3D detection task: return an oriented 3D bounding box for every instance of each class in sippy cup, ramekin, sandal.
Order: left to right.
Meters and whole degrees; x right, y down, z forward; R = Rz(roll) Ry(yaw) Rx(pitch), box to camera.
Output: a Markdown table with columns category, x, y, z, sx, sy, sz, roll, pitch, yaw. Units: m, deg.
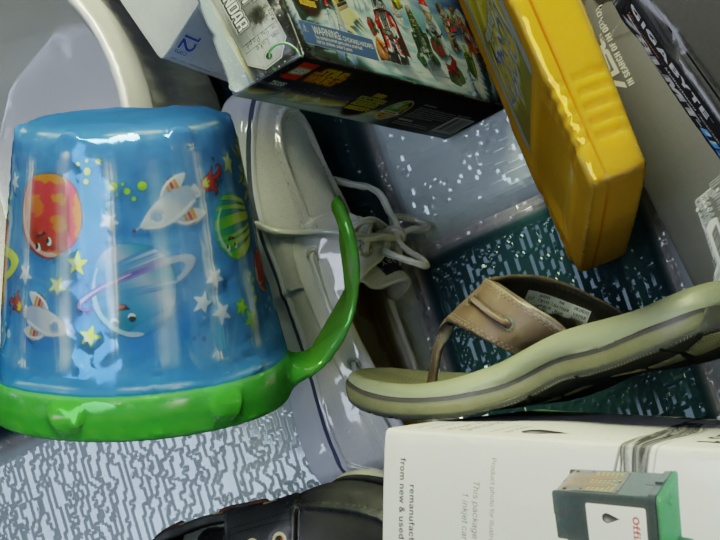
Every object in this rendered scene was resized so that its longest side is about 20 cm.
| category | x | y | z | sx | sy | sz | roll | pitch | yaw |
| --- | --- | --- | --- | --- | --- | --- | --- | --- | --- |
| ramekin | -0.160 | -0.053 | 1.092 | 0.200 | 0.105 | 0.201 | 0 | 89 | 33 |
| sippy cup | -0.100 | -0.004 | 0.943 | 0.139 | 0.178 | 0.131 | 10 | 106 | 46 |
| sandal | 0.081 | 0.025 | 0.914 | 0.201 | 0.080 | 0.058 | -18 | 80 | 36 |

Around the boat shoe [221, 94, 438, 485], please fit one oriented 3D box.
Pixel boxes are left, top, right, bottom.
| category | x | y | z | sx | sy | sz | roll | pitch | yaw |
| --- | --- | --- | --- | --- | --- | --- | --- | --- | --- |
| boat shoe | -0.002 | 0.001 | 1.009 | 0.086 | 0.075 | 0.203 | -19 | 83 | 32 |

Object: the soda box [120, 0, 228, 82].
| category | x | y | z | sx | sy | sz | roll | pitch | yaw |
| --- | --- | --- | --- | --- | --- | --- | --- | --- | --- |
| soda box | -0.095 | -0.175 | 1.043 | 0.068 | 0.063 | 0.200 | -54 | 47 | 20 |

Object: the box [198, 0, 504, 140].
| category | x | y | z | sx | sy | sz | roll | pitch | yaw |
| --- | --- | --- | --- | --- | --- | --- | --- | --- | --- |
| box | -0.014 | -0.134 | 0.941 | 0.040 | 0.200 | 0.137 | -27 | 77 | 24 |

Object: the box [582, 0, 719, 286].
| category | x | y | z | sx | sy | sz | roll | pitch | yaw |
| --- | --- | --- | --- | --- | --- | --- | --- | --- | --- |
| box | 0.188 | -0.060 | 0.866 | 0.158 | 0.050 | 0.200 | -29 | 85 | 42 |

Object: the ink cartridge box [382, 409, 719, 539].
| category | x | y | z | sx | sy | sz | roll | pitch | yaw |
| --- | --- | --- | --- | --- | --- | --- | --- | --- | --- |
| ink cartridge box | 0.130 | 0.105 | 0.882 | 0.200 | 0.146 | 0.085 | 0 | 90 | 32 |

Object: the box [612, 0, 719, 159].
| category | x | y | z | sx | sy | sz | roll | pitch | yaw |
| --- | --- | --- | --- | --- | --- | --- | --- | --- | --- |
| box | 0.227 | -0.075 | 0.773 | 0.200 | 0.050 | 0.199 | -33 | 87 | -3 |

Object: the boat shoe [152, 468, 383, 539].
| category | x | y | z | sx | sy | sz | roll | pitch | yaw |
| --- | --- | --- | --- | --- | --- | --- | --- | --- | --- |
| boat shoe | -0.031 | 0.139 | 0.999 | 0.201 | 0.063 | 0.074 | -16 | 94 | 50 |

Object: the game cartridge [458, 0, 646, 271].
| category | x | y | z | sx | sy | sz | roll | pitch | yaw |
| --- | --- | --- | --- | --- | --- | --- | --- | --- | --- |
| game cartridge | 0.067 | -0.107 | 0.911 | 0.032 | 0.176 | 0.200 | -19 | 77 | 0 |
